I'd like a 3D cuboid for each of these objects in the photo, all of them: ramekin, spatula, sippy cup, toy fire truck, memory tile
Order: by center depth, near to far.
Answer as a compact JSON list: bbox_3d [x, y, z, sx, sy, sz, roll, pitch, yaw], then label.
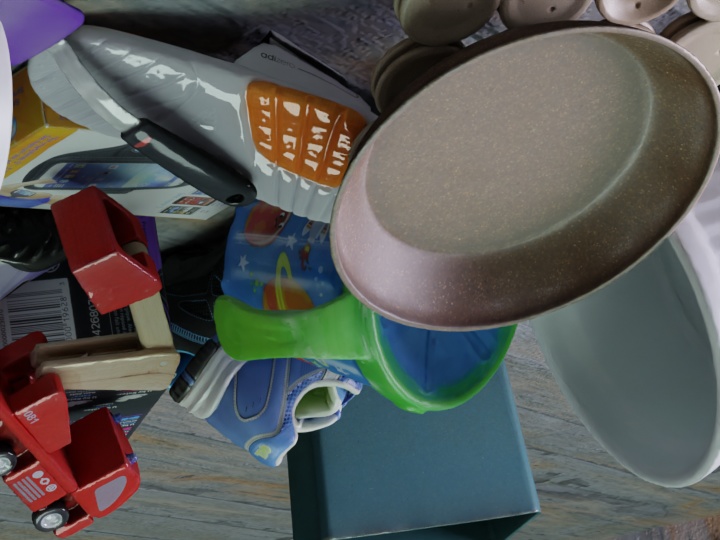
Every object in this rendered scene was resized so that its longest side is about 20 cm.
[{"bbox_3d":[-0.117,-0.079,1.127,0.056,0.021,0.200,-26,135,29],"label":"spatula"},{"bbox_3d":[0.096,-0.100,1.155,0.198,0.017,0.154,-7,140,-21],"label":"memory tile"},{"bbox_3d":[-0.148,0.054,1.282,0.140,0.049,0.200,-28,141,4],"label":"toy fire truck"},{"bbox_3d":[0.174,0.006,1.313,0.097,0.202,0.200,-22,171,-21],"label":"ramekin"},{"bbox_3d":[0.000,0.000,1.313,0.130,0.141,0.177,8,168,41],"label":"sippy cup"}]

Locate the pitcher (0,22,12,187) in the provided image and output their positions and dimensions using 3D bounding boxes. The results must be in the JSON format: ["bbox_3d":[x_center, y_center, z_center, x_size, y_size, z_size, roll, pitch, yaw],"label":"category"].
[{"bbox_3d":[-0.254,-0.048,1.005,0.198,0.122,0.173,0,126,-22],"label":"pitcher"}]

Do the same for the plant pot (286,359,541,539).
[{"bbox_3d":[0.020,0.079,1.574,0.140,0.202,0.141,-7,167,-10],"label":"plant pot"}]

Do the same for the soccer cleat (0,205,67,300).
[{"bbox_3d":[-0.222,0.002,1.280,0.199,0.068,0.073,-33,167,-39],"label":"soccer cleat"}]

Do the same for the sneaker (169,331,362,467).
[{"bbox_3d":[-0.029,0.050,1.418,0.200,0.077,0.076,-37,168,-46],"label":"sneaker"}]

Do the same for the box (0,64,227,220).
[{"bbox_3d":[-0.112,-0.064,1.261,0.199,0.042,0.119,5,160,-38],"label":"box"}]

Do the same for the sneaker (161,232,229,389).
[{"bbox_3d":[-0.067,0.016,1.514,0.073,0.083,0.199,8,157,-41],"label":"sneaker"}]

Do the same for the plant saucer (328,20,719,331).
[{"bbox_3d":[0.075,-0.051,1.156,0.199,0.037,0.201,-13,140,-11],"label":"plant saucer"}]

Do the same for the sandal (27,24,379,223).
[{"bbox_3d":[-0.061,-0.089,1.180,0.205,0.060,0.079,21,136,-24],"label":"sandal"}]

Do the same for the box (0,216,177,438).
[{"bbox_3d":[-0.184,0.036,1.434,0.105,0.123,0.200,-5,164,-17],"label":"box"}]
